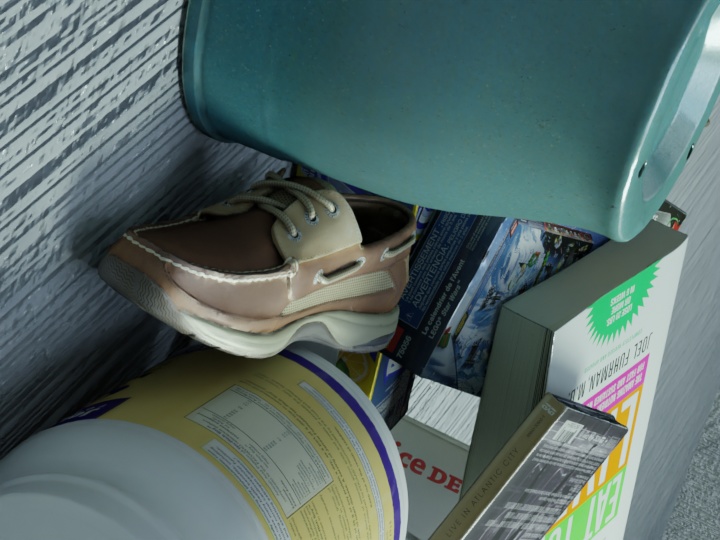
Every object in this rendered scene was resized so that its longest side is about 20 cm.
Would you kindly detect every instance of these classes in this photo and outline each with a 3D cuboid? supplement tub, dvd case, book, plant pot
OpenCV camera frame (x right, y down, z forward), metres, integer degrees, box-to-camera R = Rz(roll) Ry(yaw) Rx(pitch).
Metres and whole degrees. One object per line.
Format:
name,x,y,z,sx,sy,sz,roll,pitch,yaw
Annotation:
supplement tub,-0.077,0.118,0.905,0.200,0.145,0.146,-30,143,-64
dvd case,0.046,0.143,1.041,0.200,0.016,0.149,-52,162,5
book,0.109,0.084,1.161,0.133,0.048,0.201,-29,136,-44
plant pot,0.056,-0.110,0.913,0.201,0.187,0.201,-56,162,-29

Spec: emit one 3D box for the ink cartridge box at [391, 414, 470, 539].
ink cartridge box,0.015,0.192,1.329,0.201,0.145,0.084,-64,164,-3

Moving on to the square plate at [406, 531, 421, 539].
square plate,-0.020,0.211,1.096,0.199,0.028,0.200,-68,154,-13

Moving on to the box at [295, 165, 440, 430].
box,0.000,0.000,1.120,0.064,0.070,0.201,-45,156,-48

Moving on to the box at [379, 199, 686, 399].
box,0.091,0.002,1.137,0.138,0.040,0.200,-61,151,3

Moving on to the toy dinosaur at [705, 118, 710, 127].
toy dinosaur,0.126,-0.122,1.107,0.077,0.102,0.201,-26,131,-17

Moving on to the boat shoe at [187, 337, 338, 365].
boat shoe,-0.063,0.075,1.058,0.064,0.070,0.201,-143,-113,-72

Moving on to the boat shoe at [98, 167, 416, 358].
boat shoe,-0.039,-0.010,0.936,0.200,0.075,0.072,0,117,-63
